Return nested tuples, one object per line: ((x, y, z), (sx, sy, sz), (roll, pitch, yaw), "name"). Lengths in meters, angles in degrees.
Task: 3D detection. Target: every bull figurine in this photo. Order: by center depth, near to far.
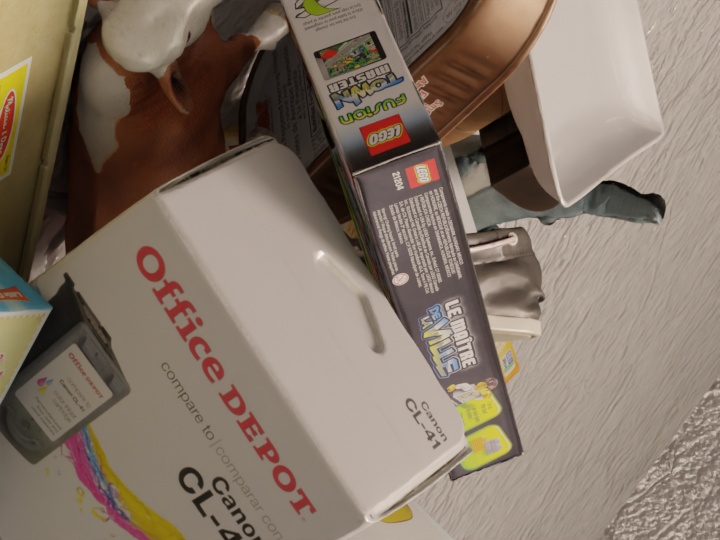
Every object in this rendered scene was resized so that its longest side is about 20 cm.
((-0.080, -0.065, 0.851), (0.121, 0.065, 0.200), (-46, 162, -44), "bull figurine")

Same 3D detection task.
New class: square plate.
((0.099, -0.144, 1.048), (0.200, 0.028, 0.198), (-32, 110, -64), "square plate")

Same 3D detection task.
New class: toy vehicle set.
((-0.153, -0.046, 0.741), (0.124, 0.027, 0.200), (-40, 156, -47), "toy vehicle set")

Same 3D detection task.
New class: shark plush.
((0.075, -0.036, 1.177), (0.091, 0.200, 0.083), (-38, 125, -74), "shark plush")

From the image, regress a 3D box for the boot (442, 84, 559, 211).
((0.058, -0.127, 1.080), (0.200, 0.070, 0.146), (45, 36, -43), "boot")

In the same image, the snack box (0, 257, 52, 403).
((-0.202, 0.053, 0.694), (0.200, 0.037, 0.116), (-2, 127, -58), "snack box")

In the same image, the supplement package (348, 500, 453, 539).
((-0.070, 0.152, 1.089), (0.151, 0.152, 0.200), (-49, 165, 7), "supplement package")

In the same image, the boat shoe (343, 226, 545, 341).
((0.000, 0.000, 0.978), (0.067, 0.200, 0.057), (-17, -109, 56), "boat shoe")

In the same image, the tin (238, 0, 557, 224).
((0.013, -0.102, 0.906), (0.200, 0.042, 0.112), (-43, -144, 35), "tin")

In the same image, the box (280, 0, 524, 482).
((0.019, -0.016, 0.833), (0.035, 0.110, 0.200), (-20, 138, -1), "box")

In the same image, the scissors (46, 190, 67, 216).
((-0.104, -0.016, 0.963), (0.073, 0.014, 0.200), (-64, 163, 19), "scissors")

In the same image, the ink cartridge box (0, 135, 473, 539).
((-0.080, 0.062, 0.806), (0.200, 0.148, 0.086), (-35, 178, 37), "ink cartridge box")

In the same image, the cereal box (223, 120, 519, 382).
((0.010, -0.007, 1.068), (0.144, 0.039, 0.200), (-39, 116, -49), "cereal box")
